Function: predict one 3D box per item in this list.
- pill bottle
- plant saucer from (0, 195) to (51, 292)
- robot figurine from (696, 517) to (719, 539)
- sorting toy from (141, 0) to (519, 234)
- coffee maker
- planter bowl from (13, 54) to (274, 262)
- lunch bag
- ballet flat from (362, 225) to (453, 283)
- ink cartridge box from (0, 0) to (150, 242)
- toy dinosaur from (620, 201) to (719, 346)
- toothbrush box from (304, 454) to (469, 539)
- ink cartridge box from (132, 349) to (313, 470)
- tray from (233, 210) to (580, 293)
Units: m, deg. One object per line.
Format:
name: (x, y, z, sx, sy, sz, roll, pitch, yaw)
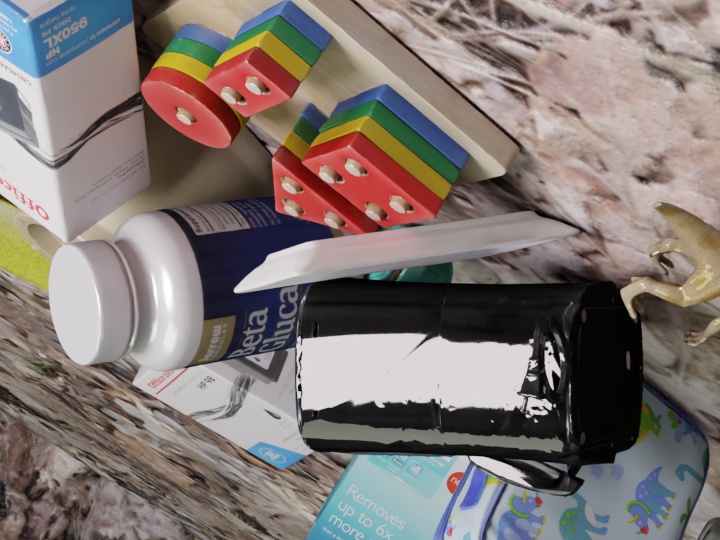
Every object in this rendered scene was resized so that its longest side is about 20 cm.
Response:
pill bottle: (-0.107, 0.010, 1.122, 0.200, 0.111, 0.111, -9, -174, -33)
plant saucer: (-0.286, -0.040, 1.477, 0.200, 0.048, 0.200, 25, -167, 20)
robot figurine: (0.348, 0.270, 1.260, 0.200, 0.113, 0.170, 29, -171, 9)
sorting toy: (-0.037, -0.096, 1.010, 0.200, 0.070, 0.199, 38, 161, -19)
coffee maker: (0.060, 0.055, 1.033, 0.200, 0.135, 0.192, -1, 156, 27)
planter bowl: (-0.177, -0.058, 1.228, 0.200, 0.135, 0.200, 28, 161, 10)
lunch bag: (0.152, 0.163, 1.166, 0.161, 0.200, 0.082, 36, 154, -16)
ballet flat: (0.000, 0.000, 1.210, 0.070, 0.067, 0.200, 26, 169, -31)
ink cartridge box: (-0.219, -0.137, 1.054, 0.145, 0.084, 0.200, 35, 147, 25)
toy dinosaur: (0.203, -0.002, 0.921, 0.200, 0.058, 0.101, 34, 148, -32)
toothbrush box: (0.068, 0.170, 1.309, 0.146, 0.200, 0.085, 33, -164, 1)
ink cartridge box: (-0.118, 0.087, 1.402, 0.200, 0.067, 0.116, 31, 151, -12)
tray: (0.028, -0.014, 1.020, 0.200, 0.022, 0.107, -8, 176, -26)
